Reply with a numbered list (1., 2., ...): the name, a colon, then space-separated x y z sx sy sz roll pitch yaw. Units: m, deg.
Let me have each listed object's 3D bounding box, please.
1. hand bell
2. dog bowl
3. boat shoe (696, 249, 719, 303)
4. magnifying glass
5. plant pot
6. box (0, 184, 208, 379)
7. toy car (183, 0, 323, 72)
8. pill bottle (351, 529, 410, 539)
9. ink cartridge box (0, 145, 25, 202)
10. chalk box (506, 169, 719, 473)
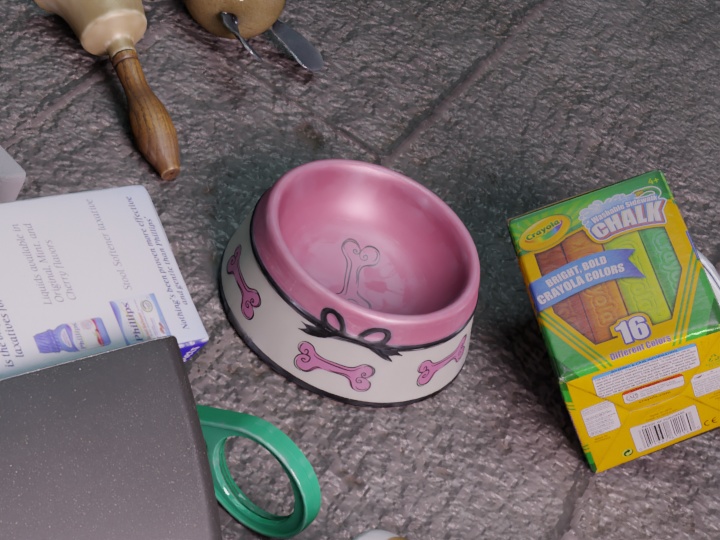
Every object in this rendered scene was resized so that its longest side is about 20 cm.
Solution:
1. hand bell: -0.180 -0.158 1.276 0.103 0.104 0.201 -9 63 -34
2. dog bowl: 0.000 0.000 1.192 0.198 0.074 0.201 14 41 -13
3. boat shoe: 0.258 0.040 1.276 0.200 0.074 0.066 47 30 22
4. magnifying glass: -0.108 0.102 1.037 0.199 0.080 0.022 31 43 23
5. plant pot: -0.176 0.174 0.834 0.198 0.200 0.179 -13 68 -37
6. box: -0.219 0.051 0.900 0.199 0.184 0.106 -11 68 -42
7. toy car: -0.098 -0.259 1.373 0.164 0.157 0.202 -2 62 -54
8. pill bottle: 0.072 0.229 0.906 0.198 0.116 0.114 18 35 26
9. ink cartridge box: -0.326 -0.068 0.989 0.145 0.085 0.199 44 24 22
10. chalk box: 0.187 0.019 1.196 0.123 0.124 0.201 -20 48 6
